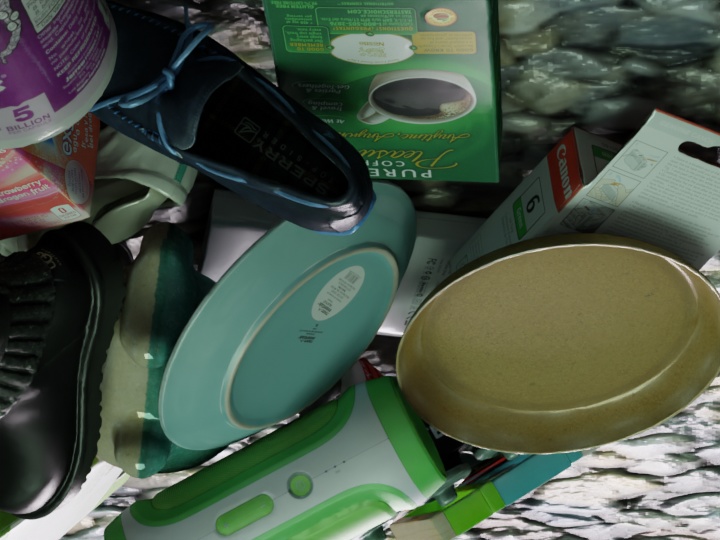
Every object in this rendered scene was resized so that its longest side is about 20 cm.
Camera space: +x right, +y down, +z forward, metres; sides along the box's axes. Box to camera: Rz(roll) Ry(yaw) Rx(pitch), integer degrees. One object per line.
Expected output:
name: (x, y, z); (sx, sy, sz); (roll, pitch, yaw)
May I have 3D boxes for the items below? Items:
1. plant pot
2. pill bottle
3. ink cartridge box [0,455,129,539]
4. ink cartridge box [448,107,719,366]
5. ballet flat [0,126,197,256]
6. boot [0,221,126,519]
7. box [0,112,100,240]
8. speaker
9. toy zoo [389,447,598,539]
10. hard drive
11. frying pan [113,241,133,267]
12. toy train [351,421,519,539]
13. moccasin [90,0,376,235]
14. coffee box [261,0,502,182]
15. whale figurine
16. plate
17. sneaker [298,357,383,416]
plant pot: (0.119, 0.040, 1.628); (0.199, 0.028, 0.200); (-3, 140, -3)
pill bottle: (-0.197, -0.155, 1.364); (0.112, 0.113, 0.200); (-3, 151, 11)
ink cartridge box: (-0.213, 0.130, 1.775); (0.076, 0.200, 0.148); (46, 138, 7)
ink cartridge box: (0.151, -0.031, 1.609); (0.109, 0.050, 0.200); (19, 133, -27)
ballet flat: (-0.172, -0.037, 1.624); (0.200, 0.070, 0.069); (-22, 143, 38)
boot: (-0.224, 0.072, 1.545); (0.158, 0.079, 0.212); (-23, 138, -43)
box: (-0.255, -0.071, 1.538); (0.199, 0.095, 0.103); (-13, 147, 26)
speaker: (-0.051, 0.141, 1.662); (0.200, 0.089, 0.088); (-28, 146, 5)
toy zoo: (0.119, 0.122, 1.810); (0.200, 0.021, 0.131); (-31, 180, -14)
hard drive: (0.000, 0.000, 1.716); (0.199, 0.027, 0.132); (6, 151, -7)
frying pan: (-0.180, 0.044, 1.752); (0.115, 0.031, 0.190); (-35, 148, -10)
toy train: (0.034, 0.118, 1.766); (0.200, 0.085, 0.114); (-31, 169, -9)
moccasin: (-0.077, -0.092, 1.460); (0.200, 0.081, 0.068); (26, 173, 4)
coffee box: (0.015, -0.116, 1.485); (0.122, 0.044, 0.200); (0, 151, 7)
whale figurine: (-0.107, 0.048, 1.641); (0.103, 0.160, 0.200); (8, 159, -5)
plate: (-0.035, 0.033, 1.601); (0.200, 0.026, 0.200); (-36, 152, -22)
sneaker: (0.015, 0.094, 1.855); (0.108, 0.067, 0.202); (-13, 140, -10)
